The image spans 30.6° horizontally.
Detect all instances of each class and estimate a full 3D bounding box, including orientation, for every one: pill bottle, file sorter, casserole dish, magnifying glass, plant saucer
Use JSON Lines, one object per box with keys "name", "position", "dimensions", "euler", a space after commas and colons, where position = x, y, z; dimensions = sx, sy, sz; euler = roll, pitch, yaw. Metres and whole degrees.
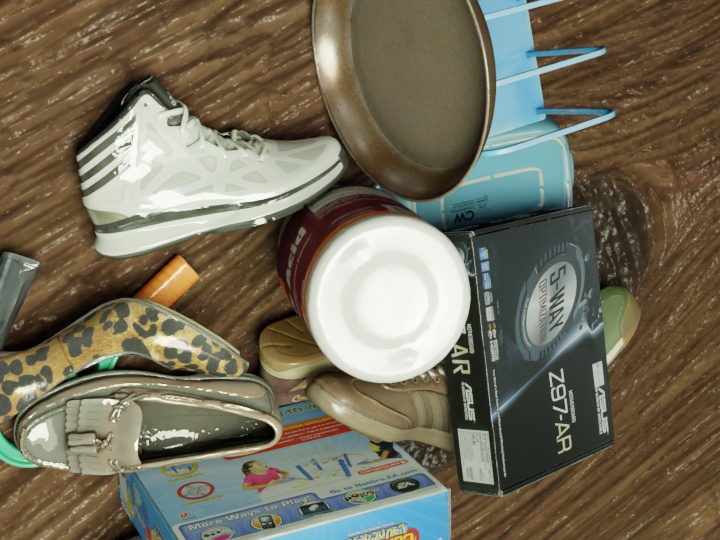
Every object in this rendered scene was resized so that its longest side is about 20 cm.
{"name": "pill bottle", "position": [0.000, 0.000, 0.956], "dimensions": [0.113, 0.200, 0.116], "euler": [-2, 102, -12]}
{"name": "file sorter", "position": [0.098, -0.195, 0.980], "dimensions": [0.137, 0.122, 0.203], "euler": [-19, 105, -28]}
{"name": "casserole dish", "position": [0.101, -0.062, 1.088], "dimensions": [0.198, 0.039, 0.123], "euler": [-14, 109, -21]}
{"name": "magnifying glass", "position": [-0.201, 0.066, 0.989], "dimensions": [0.200, 0.022, 0.080], "euler": [-45, 118, -9]}
{"name": "plant saucer", "position": [0.034, -0.150, 0.943], "dimensions": [0.032, 0.199, 0.203], "euler": [-21, 113, -32]}

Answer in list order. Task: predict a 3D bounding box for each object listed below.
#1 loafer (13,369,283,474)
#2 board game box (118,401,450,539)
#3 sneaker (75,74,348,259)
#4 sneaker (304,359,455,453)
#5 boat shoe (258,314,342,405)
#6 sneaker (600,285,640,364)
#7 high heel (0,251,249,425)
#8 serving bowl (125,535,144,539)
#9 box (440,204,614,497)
{"name": "loafer", "position": [-0.154, 0.114, 0.971], "dimensions": [0.197, 0.063, 0.073], "euler": [-5, 110, -18]}
{"name": "board game box", "position": [-0.063, 0.171, 0.985], "dimensions": [0.198, 0.196, 0.057], "euler": [-10, 109, -22]}
{"name": "sneaker", "position": [-0.110, -0.090, 0.951], "dimensions": [0.198, 0.076, 0.117], "euler": [-18, 112, -12]}
{"name": "sneaker", "position": [0.041, 0.092, 1.028], "dimensions": [0.199, 0.070, 0.076], "euler": [19, 96, -43]}
{"name": "boat shoe", "position": [0.008, 0.069, 1.070], "dimensions": [0.198, 0.072, 0.073], "euler": [-13, 130, -26]}
{"name": "sneaker", "position": [0.150, 0.064, 1.128], "dimensions": [0.200, 0.067, 0.090], "euler": [-39, 122, -7]}
{"name": "high heel", "position": [-0.189, 0.085, 0.932], "dimensions": [0.198, 0.071, 0.144], "euler": [19, 78, 0]}
{"name": "serving bowl", "position": [-0.164, 0.294, 1.045], "dimensions": [0.198, 0.066, 0.203], "euler": [-7, 107, -24]}
{"name": "box", "position": [0.131, 0.058, 1.037], "dimensions": [0.159, 0.043, 0.203], "euler": [-12, 97, -45]}
